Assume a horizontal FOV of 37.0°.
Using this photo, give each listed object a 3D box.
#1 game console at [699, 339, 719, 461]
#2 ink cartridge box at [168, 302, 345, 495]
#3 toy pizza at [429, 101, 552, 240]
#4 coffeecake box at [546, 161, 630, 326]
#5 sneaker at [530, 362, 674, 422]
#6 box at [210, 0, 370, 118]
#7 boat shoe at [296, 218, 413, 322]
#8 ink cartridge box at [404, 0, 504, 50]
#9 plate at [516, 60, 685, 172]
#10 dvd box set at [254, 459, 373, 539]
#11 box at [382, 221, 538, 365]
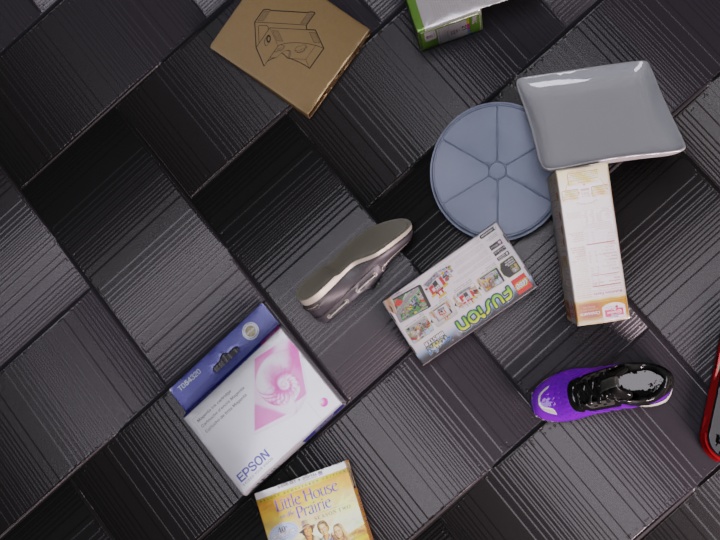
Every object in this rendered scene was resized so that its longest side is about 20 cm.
[{"bbox_3d":[0.563,0.175,1.456,0.174,0.031,0.204,14,84,6],"label":"game console"},{"bbox_3d":[-0.156,0.183,1.559,0.196,0.043,0.200,-43,79,1],"label":"ink cartridge box"},{"bbox_3d":[0.199,-0.142,1.558,0.196,0.032,0.204,-1,85,9],"label":"toy pizza"},{"bbox_3d":[0.304,-0.034,1.447,0.072,0.153,0.204,-8,90,6],"label":"coffeecake box"},{"bbox_3d":[0.327,0.158,1.455,0.196,0.100,0.071,-11,77,6],"label":"sneaker"},{"bbox_3d":[-0.108,-0.353,1.647,0.199,0.021,0.165,36,88,12],"label":"box"},{"bbox_3d":[0.000,0.000,1.566,0.199,0.073,0.063,-37,120,-4],"label":"boat shoe"},{"bbox_3d":[0.159,-0.435,1.592,0.197,0.076,0.150,-18,78,5],"label":"ink cartridge box"},{"bbox_3d":[0.331,-0.211,1.505,0.196,0.033,0.202,-8,48,0],"label":"plate"},{"bbox_3d":[-0.053,0.387,1.515,0.144,0.029,0.203,-19,79,6],"label":"dvd box set"},{"bbox_3d":[0.141,0.033,1.524,0.199,0.035,0.111,-34,84,7],"label":"box"}]
